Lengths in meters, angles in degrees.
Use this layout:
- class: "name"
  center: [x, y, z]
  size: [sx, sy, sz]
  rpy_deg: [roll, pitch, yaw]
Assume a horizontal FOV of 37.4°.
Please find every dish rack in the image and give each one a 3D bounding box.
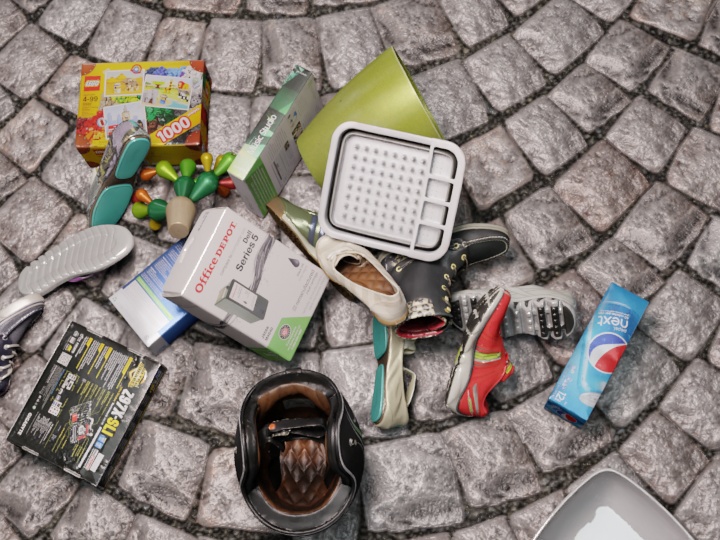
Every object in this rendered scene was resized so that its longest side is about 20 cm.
- class: "dish rack"
  center: [0.046, -0.116, 1.532]
  size: [0.198, 0.044, 0.174]
  rpy_deg: [13, 103, 11]

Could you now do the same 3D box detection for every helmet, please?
- class: "helmet"
  center: [-0.083, 0.256, 1.461]
  size: [0.197, 0.192, 0.201]
  rpy_deg: [-4, 36, 3]

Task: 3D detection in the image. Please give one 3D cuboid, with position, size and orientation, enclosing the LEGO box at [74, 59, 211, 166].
- class: "LEGO box"
  center: [-0.343, -0.250, 1.698]
  size: [0.197, 0.077, 0.151]
  rpy_deg: [-2, 72, 3]

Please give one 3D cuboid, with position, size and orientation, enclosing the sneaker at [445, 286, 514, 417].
- class: "sneaker"
  center: [0.185, 0.118, 1.528]
  size: [0.084, 0.077, 0.202]
  rpy_deg: [17, 109, -1]

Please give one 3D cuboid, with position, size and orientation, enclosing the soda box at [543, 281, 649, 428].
- class: "soda box"
  center: [0.342, 0.123, 1.541]
  size: [0.064, 0.068, 0.201]
  rpy_deg: [28, 76, 12]

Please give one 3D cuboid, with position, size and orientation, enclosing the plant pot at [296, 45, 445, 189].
- class: "plant pot"
  center: [0.009, -0.209, 1.625]
  size: [0.199, 0.187, 0.189]
  rpy_deg: [-29, 72, 9]

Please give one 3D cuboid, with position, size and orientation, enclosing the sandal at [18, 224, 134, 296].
- class: "sandal"
  center: [-0.435, -0.012, 1.645]
  size: [0.201, 0.050, 0.083]
  rpy_deg: [-21, 57, 10]

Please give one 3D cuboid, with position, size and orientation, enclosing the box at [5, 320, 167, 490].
- class: "box"
  center: [-0.404, 0.197, 1.572]
  size: [0.158, 0.049, 0.202]
  rpy_deg: [23, 75, 8]

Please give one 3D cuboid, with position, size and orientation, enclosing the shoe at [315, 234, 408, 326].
- class: "shoe"
  center: [0.000, 0.000, 1.515]
  size: [0.070, 0.054, 0.200]
  rpy_deg: [-36, 52, -15]

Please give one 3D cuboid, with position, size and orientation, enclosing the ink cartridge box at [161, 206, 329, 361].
- class: "ink cartridge box"
  center: [-0.165, 0.021, 1.544]
  size: [0.199, 0.084, 0.147]
  rpy_deg: [33, 73, -26]

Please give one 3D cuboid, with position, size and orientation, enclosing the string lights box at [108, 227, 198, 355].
- class: "string lights box"
  center: [-0.269, 0.022, 1.615]
  size: [0.200, 0.059, 0.103]
  rpy_deg: [-40, 74, -10]

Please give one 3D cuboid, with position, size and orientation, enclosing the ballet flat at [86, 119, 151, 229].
- class: "ballet flat"
  center: [-0.378, -0.150, 1.635]
  size: [0.071, 0.201, 0.072]
  rpy_deg: [22, 34, -16]

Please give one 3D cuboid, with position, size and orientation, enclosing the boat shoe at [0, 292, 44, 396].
- class: "boat shoe"
  center: [-0.538, 0.128, 1.596]
  size: [0.199, 0.075, 0.093]
  rpy_deg: [-40, 80, -1]

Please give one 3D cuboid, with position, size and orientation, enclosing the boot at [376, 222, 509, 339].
- class: "boot"
  center: [0.130, 0.017, 1.545]
  size: [0.201, 0.074, 0.155]
  rpy_deg: [-11, 48, 3]

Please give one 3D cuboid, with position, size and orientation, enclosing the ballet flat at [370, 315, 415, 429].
- class: "ballet flat"
  center: [0.050, 0.134, 1.564]
  size: [0.069, 0.070, 0.202]
  rpy_deg: [2, 74, 4]

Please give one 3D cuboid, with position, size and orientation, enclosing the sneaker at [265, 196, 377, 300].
- class: "sneaker"
  center: [-0.049, -0.054, 1.625]
  size: [0.090, 0.067, 0.200]
  rpy_deg: [-42, 80, -11]

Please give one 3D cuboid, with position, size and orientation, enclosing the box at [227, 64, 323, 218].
- class: "box"
  center: [-0.125, -0.196, 1.633]
  size: [0.036, 0.145, 0.201]
  rpy_deg: [25, 74, 16]

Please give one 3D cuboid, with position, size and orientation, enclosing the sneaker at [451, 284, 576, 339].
- class: "sneaker"
  center: [0.224, 0.056, 1.576]
  size: [0.198, 0.076, 0.081]
  rpy_deg: [4, 29, 19]

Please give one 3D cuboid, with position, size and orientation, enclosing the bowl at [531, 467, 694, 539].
- class: "bowl"
  center: [0.340, 0.396, 1.450]
  size: [0.200, 0.075, 0.200]
  rpy_deg: [-44, 75, -10]

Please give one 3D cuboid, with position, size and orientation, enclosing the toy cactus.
- class: "toy cactus"
  center: [-0.269, -0.105, 1.620]
  size: [0.198, 0.103, 0.166]
  rpy_deg: [-16, 40, 11]
